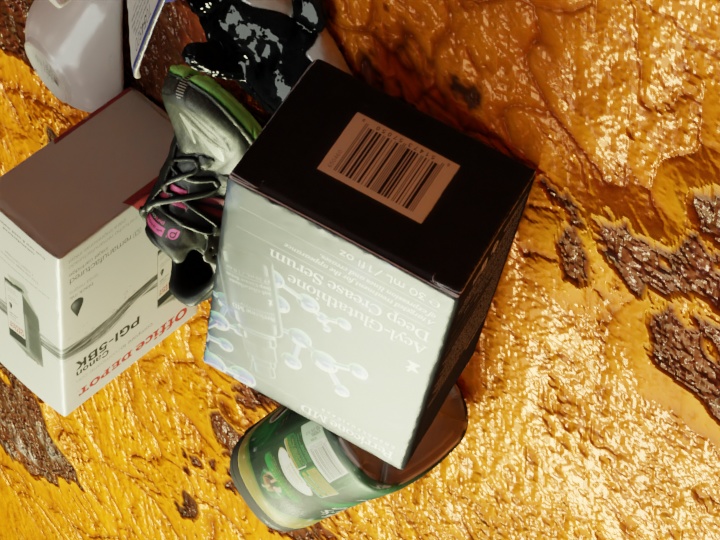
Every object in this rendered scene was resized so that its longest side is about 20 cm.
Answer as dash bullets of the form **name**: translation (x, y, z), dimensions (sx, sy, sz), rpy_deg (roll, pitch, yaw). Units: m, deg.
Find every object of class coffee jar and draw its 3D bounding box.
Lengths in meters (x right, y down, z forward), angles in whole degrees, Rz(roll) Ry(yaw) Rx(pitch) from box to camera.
- **coffee jar**: translation (-0.013, 0.119, 1.397), dimensions (0.086, 0.104, 0.200), rpy_deg (56, 152, -1)

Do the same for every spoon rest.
- **spoon rest**: translation (-0.196, -0.171, 1.413), dimensions (0.099, 0.061, 0.200), rpy_deg (50, 164, 8)

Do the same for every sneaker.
- **sneaker**: translation (-0.106, -0.050, 1.368), dimensions (0.077, 0.084, 0.201), rpy_deg (31, 145, 33)

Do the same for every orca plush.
- **orca plush**: translation (-0.078, -0.154, 1.228), dimensions (0.105, 0.071, 0.201), rpy_deg (-8, 115, 58)

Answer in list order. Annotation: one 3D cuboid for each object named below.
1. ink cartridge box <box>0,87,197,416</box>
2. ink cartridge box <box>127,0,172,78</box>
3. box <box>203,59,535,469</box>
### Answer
- **ink cartridge box**: translation (-0.190, -0.010, 1.470), dimensions (0.083, 0.147, 0.200), rpy_deg (38, 149, 21)
- **ink cartridge box**: translation (-0.095, -0.236, 1.093), dimensions (0.200, 0.040, 0.201), rpy_deg (128, 139, -61)
- **box**: translation (0.000, 0.000, 1.210), dimensions (0.148, 0.107, 0.200), rpy_deg (27, 146, 10)
